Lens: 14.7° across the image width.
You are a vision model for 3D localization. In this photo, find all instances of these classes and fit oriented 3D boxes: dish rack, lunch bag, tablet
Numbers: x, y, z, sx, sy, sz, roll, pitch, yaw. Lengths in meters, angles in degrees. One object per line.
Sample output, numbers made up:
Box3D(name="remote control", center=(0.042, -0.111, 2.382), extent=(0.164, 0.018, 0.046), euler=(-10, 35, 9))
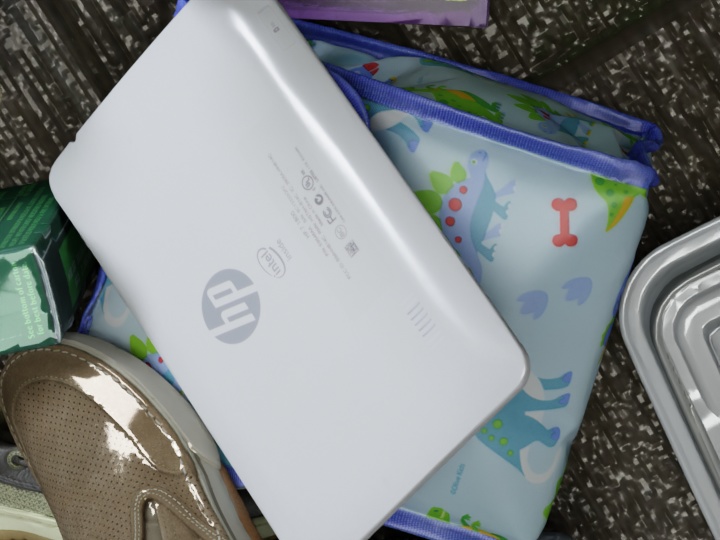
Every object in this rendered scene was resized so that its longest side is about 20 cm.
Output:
Box3D(name="dish rack", center=(0.218, 0.036, 1.098), extent=(0.200, 0.044, 0.172), euler=(-26, 108, 1))
Box3D(name="lunch bag", center=(0.000, 0.000, 1.087), extent=(0.200, 0.127, 0.170), euler=(18, 104, 4))
Box3D(name="tablet", center=(-0.032, 0.000, 1.029), extent=(0.130, 0.014, 0.200), euler=(-46, 66, 28))

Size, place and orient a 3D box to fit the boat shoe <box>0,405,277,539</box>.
Box3D(name="boat shoe", center=(-0.113, 0.076, 1.136), extent=(0.199, 0.073, 0.065), euler=(0, 104, 5))

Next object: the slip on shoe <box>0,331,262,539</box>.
Box3D(name="slip on shoe", center=(-0.082, 0.106, 1.047), extent=(0.200, 0.061, 0.076), euler=(54, 130, 17))

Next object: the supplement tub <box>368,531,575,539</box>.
Box3D(name="supplement tub", center=(-0.007, 0.169, 1.124), extent=(0.199, 0.123, 0.123), euler=(-2, 102, 5))

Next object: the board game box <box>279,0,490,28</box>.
Box3D(name="board game box", center=(-0.004, -0.198, 1.094), extent=(0.120, 0.032, 0.201), euler=(3, 102, 0))

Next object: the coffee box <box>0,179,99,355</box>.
Box3D(name="coffee box", center=(-0.209, 0.014, 1.107), extent=(0.200, 0.123, 0.044), euler=(-12, 104, 5))

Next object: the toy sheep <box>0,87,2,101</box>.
Box3D(name="toy sheep", center=(-0.200, -0.128, 1.073), extent=(0.138, 0.138, 0.200), euler=(10, 88, 2))
